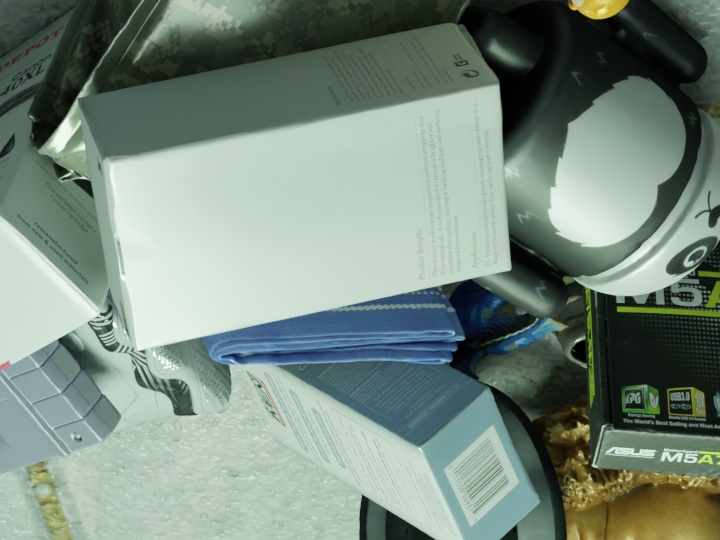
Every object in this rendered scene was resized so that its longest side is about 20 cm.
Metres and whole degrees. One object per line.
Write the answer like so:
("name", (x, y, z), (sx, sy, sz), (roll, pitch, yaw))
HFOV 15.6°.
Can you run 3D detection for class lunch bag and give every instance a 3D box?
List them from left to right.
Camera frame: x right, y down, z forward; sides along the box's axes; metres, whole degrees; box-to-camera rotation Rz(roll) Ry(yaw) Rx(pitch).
("lunch bag", (-0.062, -0.114, 1.370), (0.164, 0.118, 0.200), (25, 102, -25))

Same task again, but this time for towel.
("towel", (-0.039, -0.012, 1.451), (0.145, 0.200, 0.024), (-2, 126, -20))

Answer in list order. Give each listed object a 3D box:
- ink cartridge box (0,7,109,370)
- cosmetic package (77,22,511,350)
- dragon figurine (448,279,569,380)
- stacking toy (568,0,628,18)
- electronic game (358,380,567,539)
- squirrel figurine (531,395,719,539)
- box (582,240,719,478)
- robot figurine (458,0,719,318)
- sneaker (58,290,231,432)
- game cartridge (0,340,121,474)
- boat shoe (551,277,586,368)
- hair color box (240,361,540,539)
("ink cartridge box", (-0.194, -0.037, 1.442), (0.145, 0.200, 0.083), (-29, 118, 30))
("cosmetic package", (-0.032, -0.043, 1.306), (0.200, 0.081, 0.113), (-10, 120, -10))
("dragon figurine", (0.065, 0.041, 1.569), (0.099, 0.200, 0.059), (-41, 103, -3))
("stacking toy", (0.108, -0.193, 1.255), (0.110, 0.200, 0.116), (24, 135, -24))
("electronic game", (0.063, 0.169, 1.682), (0.042, 0.200, 0.200), (0, 145, -37))
("squirrel figurine", (0.159, 0.151, 1.727), (0.186, 0.142, 0.200), (1, 126, 17))
("box", (0.229, 0.034, 1.520), (0.200, 0.193, 0.048), (5, 141, -3))
("robot figurine", (0.116, -0.068, 1.445), (0.200, 0.125, 0.150), (34, 124, -26))
("sneaker", (-0.176, 0.040, 1.626), (0.115, 0.075, 0.200), (-23, 136, 22))
("game cartridge", (-0.252, 0.073, 1.632), (0.200, 0.038, 0.130), (-20, 119, 45))
("boat shoe", (0.208, 0.048, 1.626), (0.200, 0.073, 0.075), (9, 139, -8))
("hair color box", (0.010, 0.088, 1.585), (0.061, 0.200, 0.099), (-40, 129, -20))
